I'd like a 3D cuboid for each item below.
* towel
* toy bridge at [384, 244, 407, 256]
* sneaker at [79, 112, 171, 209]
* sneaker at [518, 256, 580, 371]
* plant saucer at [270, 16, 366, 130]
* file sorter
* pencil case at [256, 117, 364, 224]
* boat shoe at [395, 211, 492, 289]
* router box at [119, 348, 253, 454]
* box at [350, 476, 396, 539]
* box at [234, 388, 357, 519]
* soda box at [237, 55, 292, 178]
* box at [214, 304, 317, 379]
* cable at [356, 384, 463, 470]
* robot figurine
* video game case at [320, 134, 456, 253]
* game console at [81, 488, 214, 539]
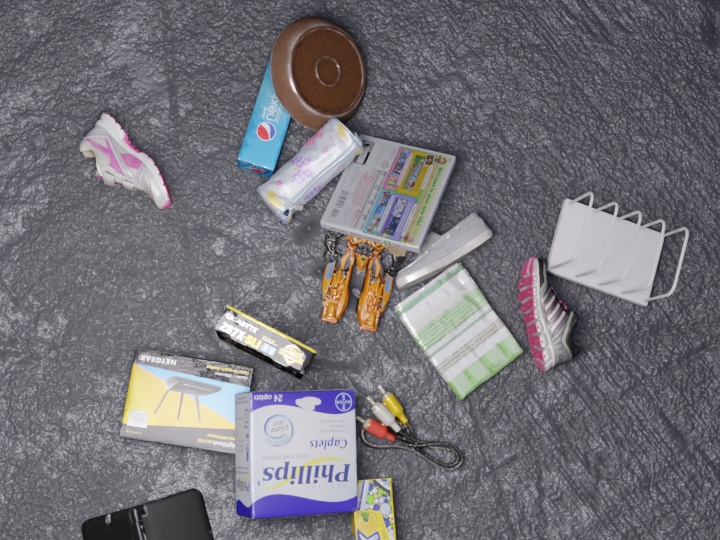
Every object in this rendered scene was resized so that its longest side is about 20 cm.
[{"bbox_3d":[0.172,0.106,1.774,0.149,0.031,0.200,-35,88,-8],"label":"towel"},{"bbox_3d":[0.100,-0.110,1.781,0.067,0.027,0.200,42,58,-38],"label":"toy bridge"},{"bbox_3d":[-0.405,-0.172,1.734,0.088,0.081,0.200,-42,79,-10],"label":"sneaker"},{"bbox_3d":[0.337,0.073,1.773,0.087,0.074,0.200,-7,80,-14],"label":"sneaker"},{"bbox_3d":[-0.064,-0.349,1.771,0.200,0.034,0.201,0,90,-33],"label":"plant saucer"},{"bbox_3d":[0.453,-0.039,1.767,0.200,0.125,0.139,19,79,-9],"label":"file sorter"},{"bbox_3d":[-0.087,-0.173,1.748,0.200,0.091,0.083,-45,113,-5],"label":"pencil case"},{"bbox_3d":[0.138,-0.038,1.770,0.200,0.072,0.069,-31,81,-9],"label":"boat shoe"},{"bbox_3d":[-0.288,0.220,1.688,0.200,0.051,0.150,9,80,-6],"label":"router box"},{"bbox_3d":[0.022,0.448,1.678,0.070,0.064,0.200,-4,80,-7],"label":"box"},{"bbox_3d":[-0.105,0.296,1.645,0.184,0.105,0.200,1,81,-23],"label":"box"},{"bbox_3d":[-0.156,-0.270,1.780,0.068,0.064,0.200,17,78,-3],"label":"soda box"},{"bbox_3d":[-0.154,0.121,1.645,0.159,0.200,0.049,29,80,0],"label":"box"},{"bbox_3d":[0.079,0.290,1.717,0.200,0.050,0.097,37,80,2],"label":"cable"},{"bbox_3d":[0.000,0.000,1.754,0.145,0.058,0.200,12,80,-5],"label":"robot figurine"},{"bbox_3d":[0.050,-0.136,1.749,0.182,0.022,0.200,15,62,16],"label":"video game case"},{"bbox_3d":[-0.339,0.482,1.658,0.176,0.116,0.200,-19,81,21],"label":"game console"}]
